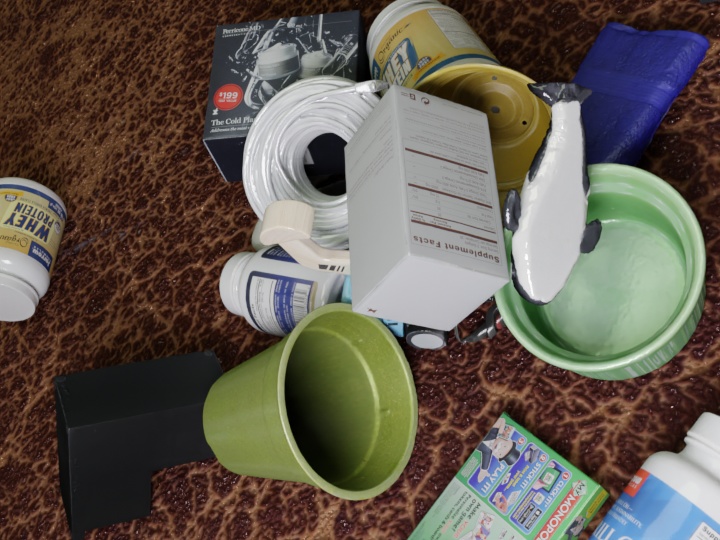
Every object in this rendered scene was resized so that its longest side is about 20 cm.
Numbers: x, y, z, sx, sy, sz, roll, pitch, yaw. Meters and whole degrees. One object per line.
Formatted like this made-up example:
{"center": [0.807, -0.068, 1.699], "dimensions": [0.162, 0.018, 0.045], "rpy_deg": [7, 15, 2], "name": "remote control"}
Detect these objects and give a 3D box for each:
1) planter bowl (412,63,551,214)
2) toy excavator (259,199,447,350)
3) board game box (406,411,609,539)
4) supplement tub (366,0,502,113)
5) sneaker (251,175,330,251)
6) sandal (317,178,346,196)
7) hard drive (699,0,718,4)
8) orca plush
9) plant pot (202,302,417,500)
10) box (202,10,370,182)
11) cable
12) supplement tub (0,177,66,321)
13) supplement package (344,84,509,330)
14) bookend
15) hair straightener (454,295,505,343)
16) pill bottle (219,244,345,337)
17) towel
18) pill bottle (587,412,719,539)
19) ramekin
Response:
{"center": [0.143, -0.159, 1.083], "dimensions": [0.198, 0.201, 0.084], "rpy_deg": [-13, 35, 31], "name": "planter bowl"}
{"center": [0.000, 0.000, 1.063], "dimensions": [0.197, 0.195, 0.101], "rpy_deg": [3, 61, 7], "name": "toy excavator"}
{"center": [0.127, 0.253, 0.940], "dimensions": [0.201, 0.029, 0.134], "rpy_deg": [-52, 45, -3], "name": "board game box"}
{"center": [0.095, -0.239, 1.217], "dimensions": [0.144, 0.145, 0.201], "rpy_deg": [-37, 45, 11], "name": "supplement tub"}
{"center": [-0.101, -0.122, 1.331], "dimensions": [0.075, 0.088, 0.201], "rpy_deg": [20, 74, 44], "name": "sneaker"}
{"center": [0.003, -0.097, 1.258], "dimensions": [0.199, 0.075, 0.049], "rpy_deg": [-17, 85, 30], "name": "sandal"}
{"center": [0.476, -0.385, 1.094], "dimensions": [0.198, 0.038, 0.141], "rpy_deg": [-6, 58, 34], "name": "hard drive"}
{"center": [0.162, -0.071, 0.911], "dimensions": [0.071, 0.104, 0.203], "rpy_deg": [-179, 84, -67], "name": "orca plush"}
{"center": [-0.071, 0.155, 1.072], "dimensions": [0.189, 0.199, 0.202], "rpy_deg": [-19, 50, 44], "name": "plant pot"}
{"center": [-0.090, -0.225, 1.273], "dimensions": [0.197, 0.104, 0.184], "rpy_deg": [-4, 62, 10], "name": "box"}
{"center": [-0.039, -0.126, 1.150], "dimensions": [0.197, 0.069, 0.203], "rpy_deg": [5, 102, 13], "name": "cable"}
{"center": [-0.569, -0.034, 1.601], "dimensions": [0.143, 0.144, 0.202], "rpy_deg": [-17, 53, 29], "name": "supplement tub"}
{"center": [0.061, -0.061, 0.979], "dimensions": [0.117, 0.116, 0.202], "rpy_deg": [-45, 40, 50], "name": "supplement package"}
{"center": [-0.269, 0.216, 1.214], "dimensions": [0.198, 0.201, 0.092], "rpy_deg": [-9, 39, -24], "name": "bookend"}
{"center": [0.174, 0.004, 1.065], "dimensions": [0.200, 0.041, 0.077], "rpy_deg": [-43, 58, 14], "name": "hair straightener"}
{"center": [-0.078, 0.028, 1.196], "dimensions": [0.198, 0.111, 0.112], "rpy_deg": [9, 67, 41], "name": "pill bottle"}
{"center": [0.287, -0.184, 1.104], "dimensions": [0.201, 0.049, 0.147], "rpy_deg": [-55, 37, -5], "name": "towel"}
{"center": [0.257, 0.221, 0.801], "dimensions": [0.201, 0.112, 0.112], "rpy_deg": [-52, 44, -5], "name": "pill bottle"}
{"center": [0.236, 0.009, 0.946], "dimensions": [0.198, 0.098, 0.203], "rpy_deg": [-9, 68, 24], "name": "ramekin"}
